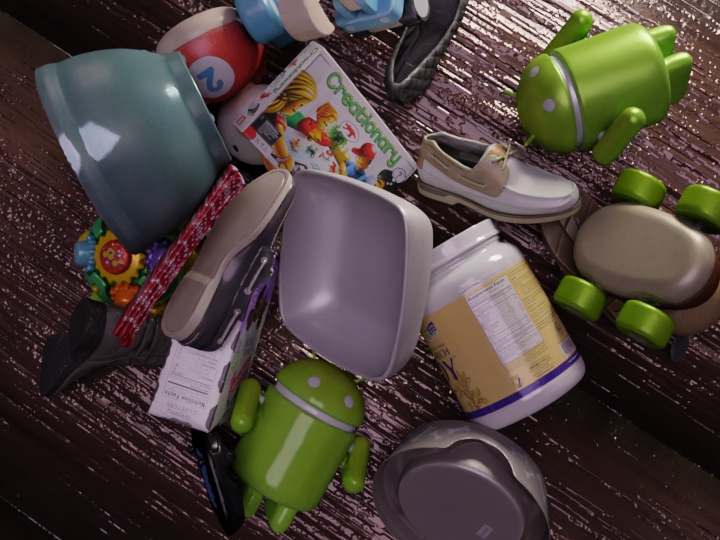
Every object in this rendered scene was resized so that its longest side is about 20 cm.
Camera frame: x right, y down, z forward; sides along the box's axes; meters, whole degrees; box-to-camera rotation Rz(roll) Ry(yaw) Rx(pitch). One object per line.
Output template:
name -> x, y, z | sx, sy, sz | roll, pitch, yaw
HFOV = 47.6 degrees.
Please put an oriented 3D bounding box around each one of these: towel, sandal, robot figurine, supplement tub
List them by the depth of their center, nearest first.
towel -> -0.182, -0.021, 0.827 | 0.022, 0.145, 0.201 | 36, 90, -15
supplement tub -> 0.143, 0.060, 0.914 | 0.144, 0.145, 0.202 | -30, 85, 1
robot figurine -> 0.268, -0.205, 0.928 | 0.198, 0.116, 0.177 | -18, 63, 3
robot figurine -> -0.071, 0.190, 0.933 | 0.174, 0.116, 0.202 | 31, 87, -13
sandal -> 0.272, -0.009, 0.960 | 0.080, 0.054, 0.201 | -42, 100, -11

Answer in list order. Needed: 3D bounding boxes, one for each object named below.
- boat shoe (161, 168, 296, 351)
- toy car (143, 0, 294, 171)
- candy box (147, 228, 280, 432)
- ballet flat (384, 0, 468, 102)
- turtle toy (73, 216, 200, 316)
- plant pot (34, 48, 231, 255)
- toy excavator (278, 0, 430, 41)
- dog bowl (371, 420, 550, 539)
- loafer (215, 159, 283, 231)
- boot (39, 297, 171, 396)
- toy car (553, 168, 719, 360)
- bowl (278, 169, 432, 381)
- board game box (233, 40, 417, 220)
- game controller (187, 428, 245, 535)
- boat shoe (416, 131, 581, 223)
boat shoe -> -0.120, -0.009, 0.820 | 0.072, 0.063, 0.201 | 24, 79, 49
toy car -> -0.136, -0.191, 0.942 | 0.183, 0.177, 0.202 | -26, 98, 12
candy box -> -0.156, 0.066, 0.918 | 0.071, 0.168, 0.203 | 17, 87, 2
ballet flat -> 0.085, -0.296, 0.981 | 0.066, 0.057, 0.202 | 21, 88, 3
turtle toy -> -0.252, -0.034, 0.955 | 0.146, 0.101, 0.200 | 44, 98, 5
plant pot -> -0.211, -0.136, 0.814 | 0.133, 0.200, 0.202 | -26, 86, -4
toy excavator -> -0.012, -0.319, 0.900 | 0.099, 0.199, 0.197 | -1, 77, 35
dog bowl -> 0.114, 0.250, 0.900 | 0.198, 0.059, 0.202 | 13, 128, 17
loafer -> -0.171, -0.108, 0.987 | 0.200, 0.068, 0.070 | 37, 59, 9
boot -> -0.292, 0.102, 0.963 | 0.129, 0.200, 0.068 | 13, 54, -36
toy car -> 0.338, 0.016, 0.904 | 0.157, 0.199, 0.166 | 26, 83, 47
bowl -> 0.000, 0.000, 0.886 | 0.199, 0.074, 0.203 | 25, 115, 43
board game box -> -0.034, -0.141, 0.930 | 0.126, 0.035, 0.200 | -46, 128, 0
game controller -> -0.162, 0.227, 0.899 | 0.042, 0.200, 0.106 | -7, 84, -16
boat shoe -> 0.150, -0.107, 0.920 | 0.198, 0.075, 0.069 | 14, 129, 28
